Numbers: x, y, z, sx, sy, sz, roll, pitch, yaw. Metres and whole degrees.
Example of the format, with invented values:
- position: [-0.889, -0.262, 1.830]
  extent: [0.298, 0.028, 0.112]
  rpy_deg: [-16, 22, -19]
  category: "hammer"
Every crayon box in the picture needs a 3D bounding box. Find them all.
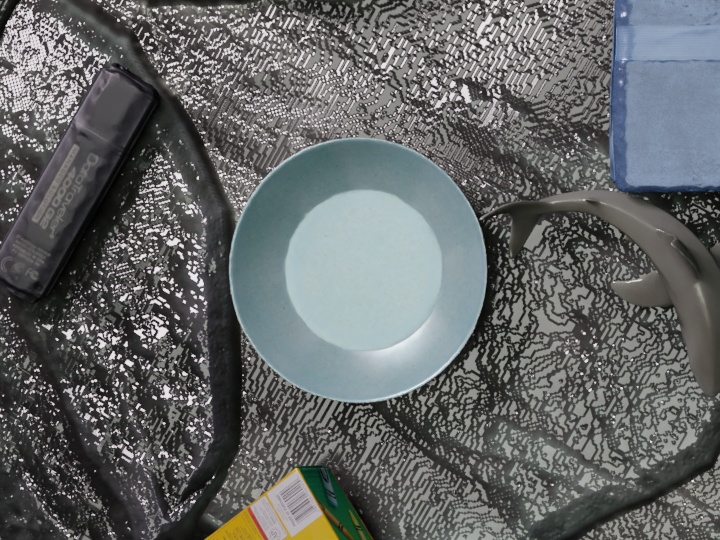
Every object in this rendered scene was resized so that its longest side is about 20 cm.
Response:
- position: [-0.030, 0.261, 1.277]
  extent: [0.119, 0.058, 0.200]
  rpy_deg: [-39, 70, 17]
  category: "crayon box"

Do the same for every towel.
- position: [0.240, -0.155, 1.258]
  extent: [0.111, 0.049, 0.201]
  rpy_deg: [2, 90, 11]
  category: "towel"

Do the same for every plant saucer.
- position: [0.000, 0.000, 1.310]
  extent: [0.200, 0.039, 0.202]
  rpy_deg: [0, 89, 11]
  category: "plant saucer"

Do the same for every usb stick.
- position: [-0.227, -0.069, 1.359]
  extent: [0.055, 0.033, 0.200]
  rpy_deg: [31, 95, 3]
  category: "usb stick"

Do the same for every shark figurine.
- position: [0.205, -0.019, 1.247]
  extent: [0.214, 0.089, 0.128]
  rpy_deg: [35, 95, 7]
  category: "shark figurine"
